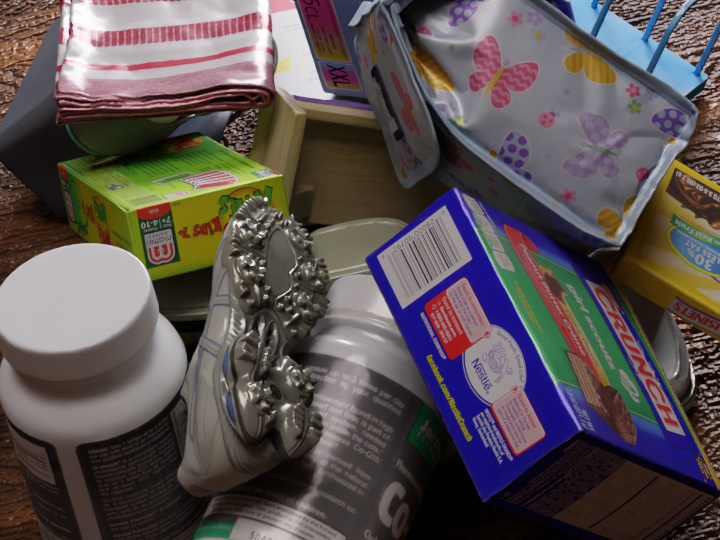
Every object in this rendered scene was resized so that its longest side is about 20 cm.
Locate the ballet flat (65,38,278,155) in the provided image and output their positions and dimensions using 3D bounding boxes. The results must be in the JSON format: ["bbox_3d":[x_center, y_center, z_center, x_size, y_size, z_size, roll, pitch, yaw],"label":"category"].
[{"bbox_3d":[-0.124,-0.131,1.755,0.064,0.068,0.200,-35,-4,35],"label":"ballet flat"}]

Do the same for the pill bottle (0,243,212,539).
[{"bbox_3d":[-0.151,0.089,1.549,0.115,0.201,0.117,-6,40,5],"label":"pill bottle"}]

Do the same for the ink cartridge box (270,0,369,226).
[{"bbox_3d":[0.008,-0.130,1.860,0.144,0.084,0.201,-9,40,2],"label":"ink cartridge box"}]

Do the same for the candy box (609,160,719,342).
[{"bbox_3d":[0.255,0.015,1.603,0.199,0.026,0.102,30,49,-3],"label":"candy box"}]

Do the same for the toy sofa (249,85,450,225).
[{"bbox_3d":[0.025,-0.069,1.719,0.199,0.083,0.098,6,19,-19],"label":"toy sofa"}]

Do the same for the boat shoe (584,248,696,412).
[{"bbox_3d":[0.160,0.015,1.668,0.074,0.069,0.200,-16,40,-6],"label":"boat shoe"}]

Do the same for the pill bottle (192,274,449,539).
[{"bbox_3d":[-0.014,0.110,1.524,0.112,0.113,0.201,13,63,26],"label":"pill bottle"}]

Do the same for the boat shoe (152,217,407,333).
[{"bbox_3d":[-0.057,0.019,1.646,0.198,0.066,0.075,-13,39,3],"label":"boat shoe"}]

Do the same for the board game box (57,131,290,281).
[{"bbox_3d":[-0.122,-0.043,1.668,0.101,0.048,0.200,-13,15,-16],"label":"board game box"}]

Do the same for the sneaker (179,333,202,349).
[{"bbox_3d":[-0.134,0.040,1.698,0.130,0.080,0.201,4,43,19],"label":"sneaker"}]

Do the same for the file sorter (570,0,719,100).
[{"bbox_3d":[0.151,-0.203,1.813,0.200,0.123,0.139,35,38,16],"label":"file sorter"}]

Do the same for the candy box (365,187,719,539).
[{"bbox_3d":[0.109,0.062,1.486,0.077,0.200,0.170,-35,61,18],"label":"candy box"}]

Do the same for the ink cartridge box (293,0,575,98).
[{"bbox_3d":[0.059,-0.179,1.720,0.199,0.137,0.077,6,48,27],"label":"ink cartridge box"}]

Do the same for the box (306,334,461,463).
[{"bbox_3d":[0.035,0.070,1.649,0.199,0.049,0.118,-12,40,2],"label":"box"}]

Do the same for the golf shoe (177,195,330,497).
[{"bbox_3d":[-0.074,0.043,1.497,0.097,0.078,0.201,-38,29,32],"label":"golf shoe"}]

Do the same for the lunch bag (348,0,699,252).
[{"bbox_3d":[0.082,-0.099,1.582,0.200,0.170,0.127,36,83,-6],"label":"lunch bag"}]

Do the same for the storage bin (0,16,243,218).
[{"bbox_3d":[-0.169,-0.130,1.870,0.134,0.146,0.201,-29,28,35],"label":"storage bin"}]

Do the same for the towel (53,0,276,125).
[{"bbox_3d":[-0.130,-0.164,1.731,0.143,0.023,0.201,-5,37,-1],"label":"towel"}]
